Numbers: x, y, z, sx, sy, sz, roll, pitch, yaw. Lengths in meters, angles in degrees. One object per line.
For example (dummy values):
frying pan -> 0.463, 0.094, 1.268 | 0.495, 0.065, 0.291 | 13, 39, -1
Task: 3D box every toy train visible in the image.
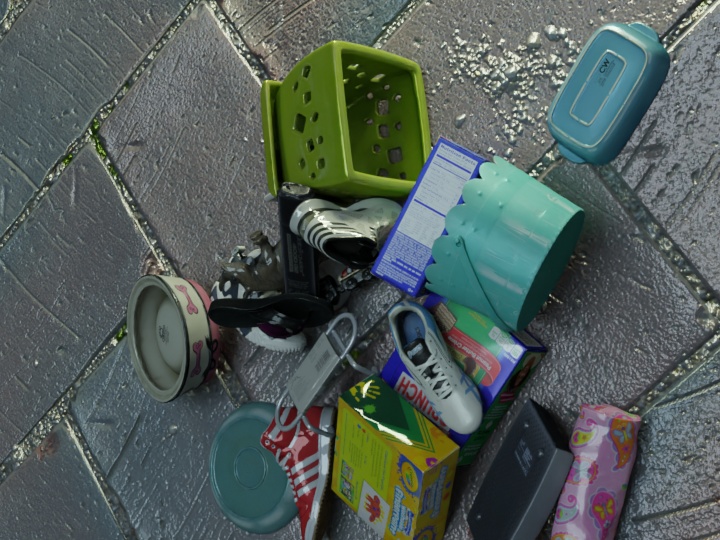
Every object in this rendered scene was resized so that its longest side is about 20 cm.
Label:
toy train -> 0.000, 0.000, 1.803 | 0.199, 0.034, 0.046 | -30, 69, 14

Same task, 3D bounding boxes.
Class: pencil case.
pencil case -> 0.295, 0.270, 1.566 | 0.087, 0.087, 0.203 | 13, 93, 34

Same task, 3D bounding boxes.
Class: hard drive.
hard drive -> 0.206, 0.282, 1.605 | 0.135, 0.042, 0.202 | -112, 42, -63

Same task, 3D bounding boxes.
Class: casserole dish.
casserole dish -> 0.318, -0.235, 1.629 | 0.121, 0.039, 0.201 | 38, 105, 30

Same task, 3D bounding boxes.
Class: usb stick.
usb stick -> -0.085, -0.037, 1.738 | 0.055, 0.033, 0.202 | 9, 132, 12

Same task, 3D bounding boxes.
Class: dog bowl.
dog bowl -> -0.292, 0.102, 1.957 | 0.199, 0.073, 0.203 | 15, 109, 52

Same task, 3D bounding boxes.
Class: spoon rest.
spoon rest -> -0.076, -0.033, 1.874 | 0.099, 0.060, 0.202 | -28, 83, 29

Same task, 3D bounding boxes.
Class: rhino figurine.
rhino figurine -> -0.126, -0.017, 1.818 | 0.199, 0.060, 0.088 | -30, 108, 14

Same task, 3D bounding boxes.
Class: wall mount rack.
wall mount rack -> -0.051, 0.138, 1.783 | 0.201, 0.074, 0.174 | -54, 36, 17

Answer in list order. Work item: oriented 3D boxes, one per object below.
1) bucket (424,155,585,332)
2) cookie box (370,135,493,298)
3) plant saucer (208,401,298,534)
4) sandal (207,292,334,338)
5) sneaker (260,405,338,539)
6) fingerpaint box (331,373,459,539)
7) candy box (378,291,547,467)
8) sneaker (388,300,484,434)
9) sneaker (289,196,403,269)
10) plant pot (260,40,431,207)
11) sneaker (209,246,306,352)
bucket -> 0.188, -0.029, 1.596 | 0.134, 0.207, 0.209 | 30, 102, 18
cookie box -> 0.102, -0.071, 1.667 | 0.075, 0.171, 0.202 | 28, 96, 10
plant saucer -> -0.163, 0.303, 1.909 | 0.198, 0.027, 0.203 | -4, 83, 33
sandal -> -0.130, 0.073, 1.804 | 0.198, 0.076, 0.048 | -4, 55, 23
sneaker -> -0.095, 0.297, 1.817 | 0.111, 0.071, 0.203 | 5, 80, 11
fingerpaint box -> 0.044, 0.268, 1.685 | 0.166, 0.073, 0.202 | 38, 142, 32
candy box -> 0.129, 0.138, 1.695 | 0.169, 0.077, 0.201 | 40, 109, 30
sneaker -> 0.094, 0.129, 1.631 | 0.072, 0.072, 0.201 | -40, 65, 23
sneaker -> 0.008, -0.040, 1.686 | 0.115, 0.199, 0.076 | 46, 125, 38
plant pot -> -0.028, -0.193, 1.772 | 0.180, 0.198, 0.203 | -15, 78, 39
sneaker -> -0.143, 0.032, 1.890 | 0.199, 0.079, 0.131 | 35, 113, 42
